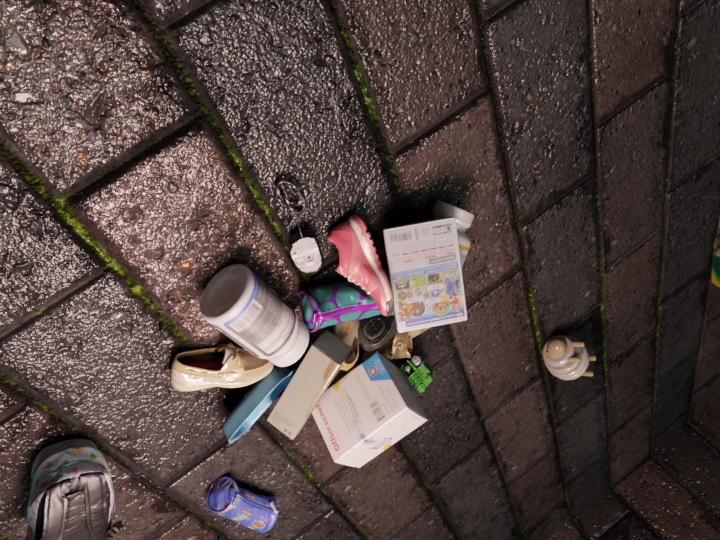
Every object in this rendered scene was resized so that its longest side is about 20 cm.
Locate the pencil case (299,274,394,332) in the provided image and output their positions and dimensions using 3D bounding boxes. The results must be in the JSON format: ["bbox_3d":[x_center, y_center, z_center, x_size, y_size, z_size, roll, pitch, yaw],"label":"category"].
[{"bbox_3d":[-0.021,0.063,1.102,0.196,0.092,0.087,-10,114,-26],"label":"pencil case"}]

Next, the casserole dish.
[{"bbox_3d":[-0.208,0.265,1.127,0.200,0.039,0.121,-48,171,3],"label":"casserole dish"}]

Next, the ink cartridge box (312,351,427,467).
[{"bbox_3d":[0.017,0.314,1.232,0.199,0.148,0.145,-36,147,7],"label":"ink cartridge box"}]

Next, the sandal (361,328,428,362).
[{"bbox_3d":[0.103,0.165,1.271,0.210,0.070,0.078,-33,133,-9],"label":"sandal"}]

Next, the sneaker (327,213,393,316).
[{"bbox_3d":[0.000,0.000,1.056,0.085,0.074,0.204,-23,94,-1],"label":"sneaker"}]

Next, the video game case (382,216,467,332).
[{"bbox_3d":[0.126,0.009,1.069,0.140,0.018,0.205,-10,100,-4],"label":"video game case"}]

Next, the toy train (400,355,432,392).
[{"bbox_3d":[0.139,0.249,1.338,0.056,0.042,0.200,-44,153,-6],"label":"toy train"}]

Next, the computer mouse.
[{"bbox_3d":[-0.111,-0.078,0.996,0.057,0.034,0.203,-15,124,-2],"label":"computer mouse"}]

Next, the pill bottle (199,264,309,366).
[{"bbox_3d":[-0.184,0.088,1.002,0.113,0.114,0.200,-42,134,0],"label":"pill bottle"}]

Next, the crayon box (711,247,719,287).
[{"bbox_3d":[1.308,-0.056,1.913,0.199,0.058,0.173,-40,134,-3],"label":"crayon box"}]

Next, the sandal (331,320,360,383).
[{"bbox_3d":[-0.031,0.172,1.199,0.079,0.054,0.204,-7,124,-29],"label":"sandal"}]

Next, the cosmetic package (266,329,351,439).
[{"bbox_3d":[-0.104,0.234,1.144,0.202,0.070,0.105,-58,175,19],"label":"cosmetic package"}]

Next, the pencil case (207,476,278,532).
[{"bbox_3d":[-0.265,0.546,1.287,0.085,0.079,0.200,-20,137,19],"label":"pencil case"}]

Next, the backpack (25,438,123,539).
[{"bbox_3d":[-0.524,0.410,0.995,0.165,0.126,0.204,-10,125,-41],"label":"backpack"}]

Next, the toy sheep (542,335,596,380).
[{"bbox_3d":[0.608,0.259,1.623,0.138,0.138,0.200,-44,122,2],"label":"toy sheep"}]

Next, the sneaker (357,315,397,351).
[{"bbox_3d":[0.070,0.101,1.213,0.198,0.076,0.091,-35,159,-18],"label":"sneaker"}]

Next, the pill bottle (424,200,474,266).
[{"bbox_3d":[0.158,-0.033,1.131,0.111,0.112,0.204,14,100,-38],"label":"pill bottle"}]

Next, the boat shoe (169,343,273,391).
[{"bbox_3d":[-0.255,0.174,1.041,0.196,0.074,0.070,-7,130,-28],"label":"boat shoe"}]
